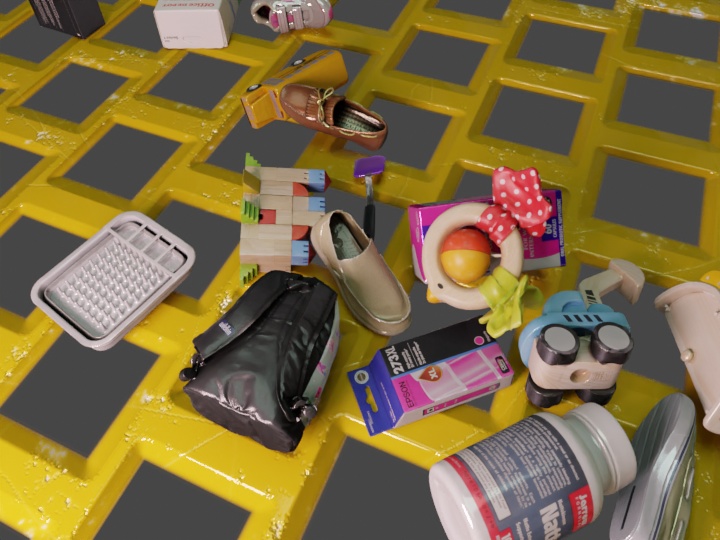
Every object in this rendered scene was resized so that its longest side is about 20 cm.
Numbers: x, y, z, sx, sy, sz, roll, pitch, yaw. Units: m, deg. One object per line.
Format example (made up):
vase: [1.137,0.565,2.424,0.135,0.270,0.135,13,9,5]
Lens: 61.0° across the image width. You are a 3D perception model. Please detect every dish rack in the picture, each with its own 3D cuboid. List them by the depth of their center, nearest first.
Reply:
dish rack: [-0.348,0.016,0.879,0.169,0.044,0.200,29,58,23]

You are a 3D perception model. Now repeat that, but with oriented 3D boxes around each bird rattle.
bird rattle: [0.153,-0.025,0.748,0.158,0.112,0.207,1,92,14]

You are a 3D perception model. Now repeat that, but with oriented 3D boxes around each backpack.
backpack: [-0.104,0.101,0.746,0.163,0.128,0.203,23,54,6]

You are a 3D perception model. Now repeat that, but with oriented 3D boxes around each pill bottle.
pill bottle: [0.181,0.221,0.639,0.195,0.121,0.121,-21,53,-14]

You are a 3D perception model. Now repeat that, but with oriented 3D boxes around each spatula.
spatula: [0.014,-0.119,0.980,0.055,0.021,0.205,-9,53,12]

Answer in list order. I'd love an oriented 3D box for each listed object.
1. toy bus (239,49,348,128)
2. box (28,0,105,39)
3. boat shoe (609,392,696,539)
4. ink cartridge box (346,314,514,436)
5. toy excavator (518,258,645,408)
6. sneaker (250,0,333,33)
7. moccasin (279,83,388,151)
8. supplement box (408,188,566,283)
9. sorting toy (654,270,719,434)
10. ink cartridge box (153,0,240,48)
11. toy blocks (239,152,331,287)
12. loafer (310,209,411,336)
toy bus: [-0.120,-0.331,1.115,0.199,0.066,0.077,-39,38,-25]
box: [-0.648,-0.615,1.295,0.138,0.203,0.079,23,54,20]
boat shoe: [0.331,0.229,0.670,0.061,0.072,0.202,37,62,0]
ink cartridge box: [0.087,0.130,0.773,0.194,0.038,0.096,-18,52,-9]
toy excavator: [0.291,0.061,0.786,0.188,0.102,0.203,-1,42,1]
sneaker: [-0.150,-0.544,1.298,0.195,0.083,0.089,14,53,24]
moccasin: [-0.046,-0.267,1.038,0.197,0.078,0.075,29,76,3]
supplement box: [0.170,-0.049,0.844,0.193,0.105,0.103,-8,8,-2]
sorting toy: [0.480,0.103,0.733,0.175,0.108,0.203,20,39,-10]
ink cartridge box: [-0.347,-0.575,1.322,0.140,0.085,0.204,0,52,3]
toy blocks: [-0.109,-0.076,0.917,0.132,0.101,0.206,2,61,-7]
loafer: [0.000,0.000,0.834,0.075,0.069,0.201,-34,76,-23]
